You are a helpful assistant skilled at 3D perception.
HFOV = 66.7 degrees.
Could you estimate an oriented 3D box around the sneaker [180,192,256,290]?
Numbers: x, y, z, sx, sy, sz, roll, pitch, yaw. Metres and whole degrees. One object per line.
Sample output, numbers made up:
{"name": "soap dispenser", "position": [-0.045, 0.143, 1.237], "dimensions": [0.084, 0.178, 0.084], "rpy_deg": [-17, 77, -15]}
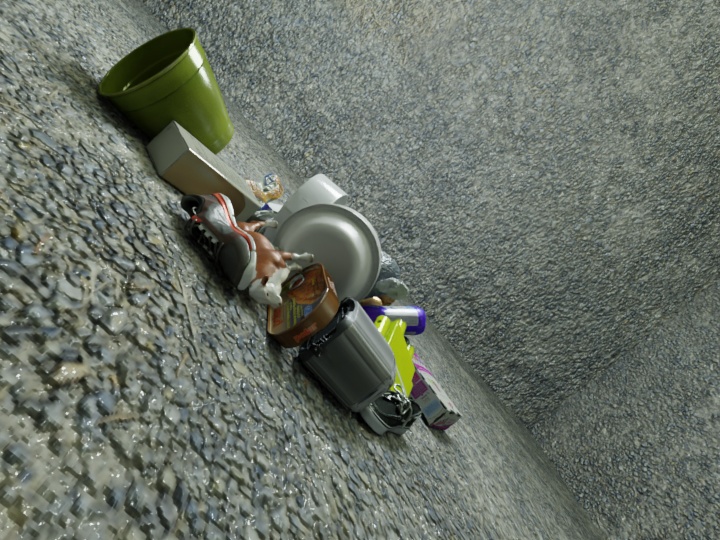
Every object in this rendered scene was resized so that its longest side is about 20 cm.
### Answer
{"name": "sneaker", "position": [-0.221, -0.045, 0.815], "dimensions": [0.082, 0.077, 0.200], "rpy_deg": [5, 36, -40]}

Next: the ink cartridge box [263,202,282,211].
{"name": "ink cartridge box", "position": [-0.173, -0.089, 1.406], "dimensions": [0.198, 0.043, 0.200], "rpy_deg": [49, 4, 0]}

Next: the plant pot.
{"name": "plant pot", "position": [-0.341, -0.311, 1.028], "dimensions": [0.200, 0.200, 0.193], "rpy_deg": [56, -2, 47]}

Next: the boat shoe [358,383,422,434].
{"name": "boat shoe", "position": [0.056, 0.236, 0.930], "dimensions": [0.074, 0.068, 0.199], "rpy_deg": [53, 8, 35]}

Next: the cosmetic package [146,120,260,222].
{"name": "cosmetic package", "position": [-0.285, -0.171, 1.007], "dimensions": [0.200, 0.071, 0.105], "rpy_deg": [41, 11, -51]}

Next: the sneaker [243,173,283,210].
{"name": "sneaker", "position": [-0.253, -0.161, 1.219], "dimensions": [0.200, 0.088, 0.075], "rpy_deg": [-34, 107, -63]}

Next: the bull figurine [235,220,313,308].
{"name": "bull figurine", "position": [-0.156, -0.020, 0.883], "dimensions": [0.121, 0.065, 0.200], "rpy_deg": [-8, 42, -41]}

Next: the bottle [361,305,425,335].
{"name": "bottle", "position": [0.040, 0.108, 1.185], "dimensions": [0.200, 0.065, 0.084], "rpy_deg": [3, -2, -24]}

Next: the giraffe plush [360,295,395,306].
{"name": "giraffe plush", "position": [0.042, 0.114, 1.341], "dimensions": [0.200, 0.173, 0.162], "rpy_deg": [-11, -65, 57]}

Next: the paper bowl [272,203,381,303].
{"name": "paper bowl", "position": [-0.064, -0.021, 0.990], "dimensions": [0.201, 0.201, 0.104], "rpy_deg": [49, 10, -2]}

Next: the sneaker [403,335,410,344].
{"name": "sneaker", "position": [0.061, 0.174, 1.205], "dimensions": [0.079, 0.096, 0.200], "rpy_deg": [50, 6, 5]}

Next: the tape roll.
{"name": "tape roll", "position": [-0.116, -0.103, 1.142], "dimensions": [0.071, 0.202, 0.202], "rpy_deg": [41, 6, 4]}

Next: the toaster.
{"name": "toaster", "position": [-0.017, 0.132, 0.863], "dimensions": [0.129, 0.114, 0.200], "rpy_deg": [50, 6, -7]}

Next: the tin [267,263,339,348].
{"name": "tin", "position": [-0.090, 0.052, 0.848], "dimensions": [0.042, 0.112, 0.200], "rpy_deg": [57, 4, -21]}

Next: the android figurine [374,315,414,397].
{"name": "android figurine", "position": [0.062, 0.184, 1.071], "dimensions": [0.200, 0.041, 0.182], "rpy_deg": [-58, 133, -57]}

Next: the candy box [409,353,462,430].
{"name": "candy box", "position": [0.149, 0.283, 1.319], "dimensions": [0.200, 0.061, 0.136], "rpy_deg": [52, 7, 31]}

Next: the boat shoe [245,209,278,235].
{"name": "boat shoe", "position": [-0.198, -0.106, 1.207], "dimensions": [0.064, 0.071, 0.200], "rpy_deg": [43, 6, 2]}

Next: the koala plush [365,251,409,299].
{"name": "koala plush", "position": [0.000, 0.000, 1.147], "dimensions": [0.200, 0.184, 0.177], "rpy_deg": [14, 23, -22]}
